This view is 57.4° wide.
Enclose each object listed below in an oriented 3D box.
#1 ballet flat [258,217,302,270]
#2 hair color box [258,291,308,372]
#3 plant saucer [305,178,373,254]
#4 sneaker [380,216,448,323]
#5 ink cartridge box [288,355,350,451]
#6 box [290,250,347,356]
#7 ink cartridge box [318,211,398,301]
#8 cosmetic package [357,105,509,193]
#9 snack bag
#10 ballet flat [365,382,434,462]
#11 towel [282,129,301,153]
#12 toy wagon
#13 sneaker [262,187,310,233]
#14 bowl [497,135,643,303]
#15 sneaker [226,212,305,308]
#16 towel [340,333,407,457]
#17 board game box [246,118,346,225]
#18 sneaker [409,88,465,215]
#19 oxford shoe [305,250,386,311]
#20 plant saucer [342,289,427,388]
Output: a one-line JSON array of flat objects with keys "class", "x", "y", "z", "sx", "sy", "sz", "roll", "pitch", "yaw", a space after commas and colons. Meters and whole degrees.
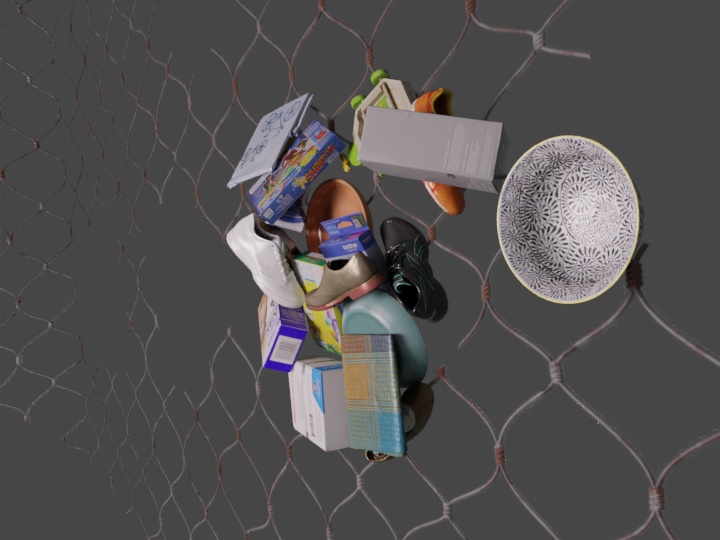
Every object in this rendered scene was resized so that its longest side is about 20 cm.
[{"class": "ballet flat", "x": -0.140, "y": -0.030, "z": 1.321, "sx": 0.065, "sy": 0.071, "sz": 0.200, "roll": -12, "pitch": 126, "yaw": 48}, {"class": "hair color box", "x": -0.164, "y": 0.101, "z": 1.358, "sx": 0.201, "sy": 0.064, "sz": 0.110, "roll": -108, "pitch": 38, "yaw": -58}, {"class": "plant saucer", "x": -0.037, "y": -0.075, "z": 1.264, "sx": 0.199, "sy": 0.037, "sz": 0.202, "roll": 9, "pitch": 101, "yaw": 51}, {"class": "sneaker", "x": 0.078, "y": -0.007, "z": 1.091, "sx": 0.075, "sy": 0.079, "sz": 0.201, "roll": -43, "pitch": 61, "yaw": 34}, {"class": "ink cartridge box", "x": -0.070, "y": 0.249, "z": 1.273, "sx": 0.200, "sy": 0.084, "sz": 0.148, "roll": 180, "pitch": 85, "yaw": -68}, {"class": "box", "x": -0.065, "y": 0.068, "z": 1.276, "sx": 0.117, "sy": 0.048, "sz": 0.202, "roll": 15, "pitch": 122, "yaw": 51}, {"class": "ink cartridge box", "x": 0.000, "y": 0.000, "z": 1.160, "sx": 0.119, "sy": 0.042, "sz": 0.201, "roll": -8, "pitch": 113, "yaw": 51}, {"class": "cosmetic package", "x": 0.106, "y": -0.173, "z": 0.943, "sx": 0.198, "sy": 0.107, "sz": 0.091, "roll": 9, "pitch": 90, "yaw": 20}, {"class": "snack bag", "x": -0.184, "y": -0.262, "z": 1.345, "sx": 0.188, "sy": 0.021, "sz": 0.201, "roll": -8, "pitch": 53, "yaw": 50}, {"class": "ballet flat", "x": 0.062, "y": 0.276, "z": 1.155, "sx": 0.068, "sy": 0.072, "sz": 0.201, "roll": 49, "pitch": 130, "yaw": 21}, {"class": "towel", "x": -0.167, "y": -0.215, "z": 1.426, "sx": 0.086, "sy": 0.018, "sz": 0.202, "roll": 30, "pitch": 117, "yaw": 40}, {"class": "toy wagon", "x": 0.030, "y": -0.244, "z": 1.156, "sx": 0.200, "sy": 0.039, "sz": 0.156, "roll": -40, "pitch": 64, "yaw": 47}, {"class": "sneaker", "x": -0.142, "y": -0.149, "z": 1.315, "sx": 0.200, "sy": 0.080, "sz": 0.116, "roll": -115, "pitch": 41, "yaw": -74}, {"class": "bowl", "x": 0.278, "y": -0.065, "z": 0.825, "sx": 0.200, "sy": 0.094, "sz": 0.203, "roll": 10, "pitch": 103, "yaw": 50}, {"class": "sneaker", "x": -0.165, "y": -0.019, "z": 1.252, "sx": 0.088, "sy": 0.075, "sz": 0.200, "roll": -41, "pitch": 92, "yaw": 25}, {"class": "towel", "x": 0.021, "y": 0.209, "z": 1.125, "sx": 0.146, "sy": 0.022, "sz": 0.202, "roll": -7, "pitch": 87, "yaw": 51}, {"class": "board game box", "x": -0.125, "y": -0.189, "z": 1.239, "sx": 0.200, "sy": 0.034, "sz": 0.135, "roll": -46, "pitch": 31, "yaw": 5}, {"class": "sneaker", "x": 0.130, "y": -0.185, "z": 1.016, "sx": 0.077, "sy": 0.073, "sz": 0.202, "roll": -18, "pitch": 83, "yaw": 41}, {"class": "oxford shoe", "x": -0.039, "y": 0.015, "z": 1.128, "sx": 0.199, "sy": 0.070, "sz": 0.075, "roll": -24, "pitch": 102, "yaw": 46}, {"class": "plant saucer", "x": 0.031, "y": 0.127, "z": 1.155, "sx": 0.199, "sy": 0.036, "sz": 0.202, "roll": 29, "pitch": 134, "yaw": 34}]
